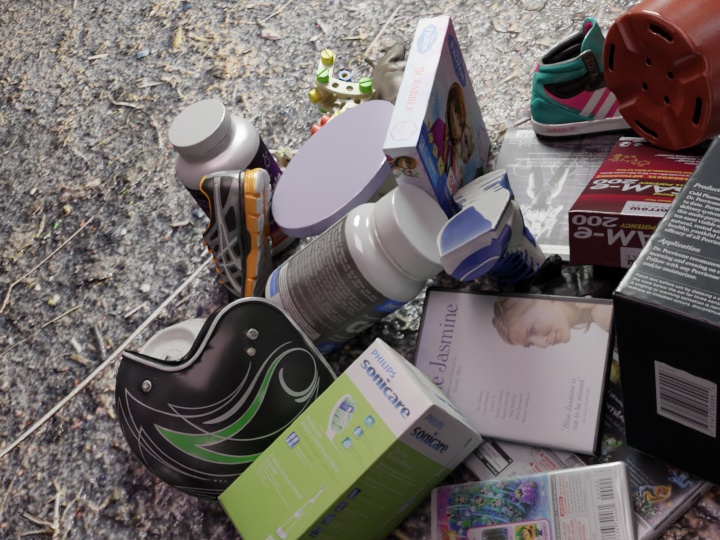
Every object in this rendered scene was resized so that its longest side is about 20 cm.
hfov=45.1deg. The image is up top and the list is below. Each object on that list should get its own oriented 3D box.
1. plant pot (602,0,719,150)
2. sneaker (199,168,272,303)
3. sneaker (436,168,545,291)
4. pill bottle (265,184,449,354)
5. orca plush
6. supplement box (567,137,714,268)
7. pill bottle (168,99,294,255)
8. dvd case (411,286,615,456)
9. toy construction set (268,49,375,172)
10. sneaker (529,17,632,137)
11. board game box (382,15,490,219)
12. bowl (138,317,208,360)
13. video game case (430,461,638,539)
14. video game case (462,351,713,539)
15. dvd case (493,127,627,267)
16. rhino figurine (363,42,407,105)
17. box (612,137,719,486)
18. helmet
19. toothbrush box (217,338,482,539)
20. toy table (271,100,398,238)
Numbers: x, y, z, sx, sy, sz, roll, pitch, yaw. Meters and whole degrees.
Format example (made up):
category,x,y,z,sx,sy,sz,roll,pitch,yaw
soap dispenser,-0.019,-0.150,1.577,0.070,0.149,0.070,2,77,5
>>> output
category,x,y,z,sx,sy,sz,roll,pitch,yaw
plant pot,0.368,-0.232,0.887,0.194,0.202,0.201,-29,45,-15
sneaker,-0.148,-0.030,1.027,0.076,0.202,0.078,7,27,5
sneaker,0.146,-0.024,0.887,0.080,0.116,0.200,-27,14,22
pill bottle,0.000,0.000,0.925,0.199,0.113,0.115,-35,39,35
orca plush,0.208,0.019,0.858,0.198,0.072,0.106,-13,33,30
supplement box,0.288,-0.071,0.867,0.108,0.062,0.200,5,31,30
pill bottle,-0.156,-0.112,1.084,0.111,0.201,0.113,-14,49,16
dvd case,0.141,0.091,0.837,0.198,0.018,0.145,3,74,31
toy construction set,-0.049,-0.194,1.171,0.130,0.092,0.201,30,77,14
sneaker,0.289,-0.231,0.998,0.197,0.122,0.084,-7,35,16
board game box,0.093,-0.142,0.983,0.041,0.201,0.201,-1,54,24
bowl,-0.197,0.125,0.987,0.198,0.094,0.203,-14,49,17
video game case,0.144,0.269,0.721,0.180,0.024,0.202,-15,54,25
video game case,0.205,0.165,0.799,0.181,0.023,0.200,-40,46,-7
dvd case,0.217,-0.089,1.003,0.147,0.016,0.202,4,55,28
rhino figurine,0.055,-0.261,1.194,0.087,0.060,0.201,-35,42,11
box,0.307,0.037,0.707,0.123,0.201,0.197,21,55,37
helmet,-0.133,0.127,0.843,0.190,0.201,0.200,-41,47,-13
toothbrush box,-0.004,0.178,0.779,0.200,0.146,0.086,-44,57,4
toy table,-0.008,-0.092,1.050,0.200,0.117,0.184,-42,47,-9
